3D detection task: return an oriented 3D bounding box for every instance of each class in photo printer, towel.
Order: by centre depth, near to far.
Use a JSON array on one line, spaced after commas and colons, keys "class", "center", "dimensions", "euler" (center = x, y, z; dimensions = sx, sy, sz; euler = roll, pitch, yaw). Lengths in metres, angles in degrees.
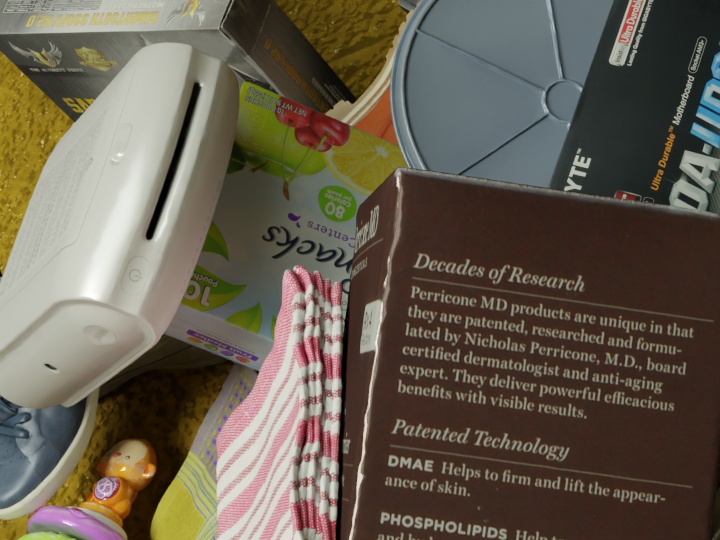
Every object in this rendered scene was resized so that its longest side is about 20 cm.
[{"class": "towel", "center": [-0.047, 0.111, 1.042], "dimensions": [0.200, 0.030, 0.147], "euler": [-89, 20, -49]}, {"class": "photo printer", "center": [-0.132, -0.024, 1.157], "dimensions": [0.200, 0.069, 0.167], "euler": [-35, 36, 60]}, {"class": "towel", "center": [-0.072, 0.133, 1.188], "dimensions": [0.144, 0.023, 0.200], "euler": [-60, 19, 12]}]

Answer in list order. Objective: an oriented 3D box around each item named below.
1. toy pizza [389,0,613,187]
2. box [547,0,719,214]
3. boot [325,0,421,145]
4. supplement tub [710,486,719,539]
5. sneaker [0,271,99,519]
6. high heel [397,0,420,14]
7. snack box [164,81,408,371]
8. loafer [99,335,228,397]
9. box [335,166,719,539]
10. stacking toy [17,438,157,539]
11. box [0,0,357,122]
[{"class": "toy pizza", "center": [0.113, -0.090, 1.223], "dimensions": [0.199, 0.032, 0.201], "euler": [4, 71, -10]}, {"class": "box", "center": [0.189, -0.054, 1.162], "dimensions": [0.158, 0.046, 0.201], "euler": [16, 68, 13]}, {"class": "boot", "center": [0.051, -0.089, 1.287], "dimensions": [0.200, 0.075, 0.107], "euler": [-50, 46, 22]}, {"class": "supplement tub", "center": [0.241, 0.177, 0.944], "dimensions": [0.140, 0.140, 0.200], "euler": [-35, 47, 9]}, {"class": "sneaker", "center": [-0.193, 0.043, 1.269], "dimensions": [0.075, 0.084, 0.201], "euler": [3, 67, 39]}, {"class": "high heel", "center": [0.026, -0.261, 1.428], "dimensions": [0.200, 0.071, 0.143], "euler": [38, 91, 27]}, {"class": "snack box", "center": [0.000, 0.000, 1.197], "dimensions": [0.053, 0.199, 0.143], "euler": [135, 154, -63]}, {"class": "loafer", "center": [-0.161, 0.039, 1.355], "dimensions": [0.199, 0.070, 0.070], "euler": [-18, 51, 23]}, {"class": "box", "center": [0.073, 0.069, 1.015], "dimensions": [0.164, 0.166, 0.201], "euler": [8, 85, -5]}, {"class": "stacking toy", "center": [-0.168, 0.180, 1.252], "dimensions": [0.116, 0.110, 0.200], "euler": [2, 53, 36]}, {"class": "box", "center": [-0.117, -0.126, 1.378], "dimensions": [0.199, 0.158, 0.048], "euler": [4, 62, 35]}]
